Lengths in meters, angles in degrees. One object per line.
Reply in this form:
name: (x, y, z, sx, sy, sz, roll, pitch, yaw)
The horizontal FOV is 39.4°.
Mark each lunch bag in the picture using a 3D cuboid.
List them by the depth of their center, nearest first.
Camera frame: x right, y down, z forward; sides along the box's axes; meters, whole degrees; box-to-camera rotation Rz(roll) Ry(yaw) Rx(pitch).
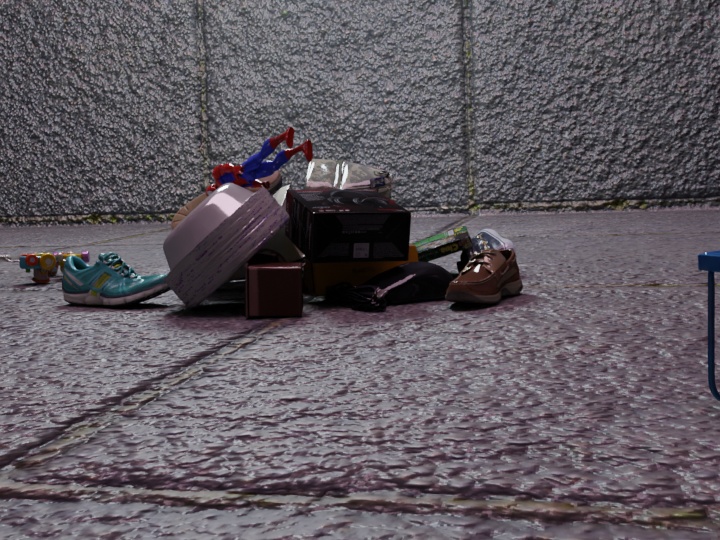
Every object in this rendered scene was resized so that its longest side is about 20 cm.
lunch bag: (-0.026, -0.106, 1.915, 0.165, 0.202, 0.140, 4, 32, -2)

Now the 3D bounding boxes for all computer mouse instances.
computer mouse: (0.059, 0.017, 1.463, 0.198, 0.054, 0.138, -6, 6, -32)

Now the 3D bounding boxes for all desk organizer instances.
desk organizer: (-0.121, 0.018, 1.439, 0.076, 0.073, 0.200, 0, 6, -3)

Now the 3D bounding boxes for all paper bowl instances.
paper bowl: (-0.206, -0.046, 1.455, 0.200, 0.104, 0.201, -43, 6, 6)

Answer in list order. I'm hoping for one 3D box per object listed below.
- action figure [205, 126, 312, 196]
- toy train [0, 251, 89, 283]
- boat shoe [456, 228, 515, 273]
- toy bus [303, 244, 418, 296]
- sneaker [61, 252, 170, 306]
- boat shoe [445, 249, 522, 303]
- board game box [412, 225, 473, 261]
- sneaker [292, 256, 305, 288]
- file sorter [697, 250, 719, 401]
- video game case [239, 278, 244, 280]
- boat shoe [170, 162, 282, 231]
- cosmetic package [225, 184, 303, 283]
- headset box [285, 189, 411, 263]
action figure: (-0.160, -0.147, 1.484, 0.198, 0.052, 0.065, -20, -32, 38)
toy train: (-0.613, -0.007, 1.947, 0.148, 0.057, 0.200, -1, 3, 19)
boat shoe: (0.206, -0.033, 1.793, 0.089, 0.072, 0.200, -5, 6, -9)
toy bus: (0.000, 0.000, 1.554, 0.198, 0.066, 0.078, -6, 0, -32)
sneaker: (-0.378, 0.013, 1.536, 0.197, 0.081, 0.077, 1, 7, 22)
boat shoe: (0.174, 0.006, 1.435, 0.075, 0.073, 0.199, 1, 7, 26)
board game box: (0.139, -0.044, 1.728, 0.103, 0.024, 0.200, -21, 5, 7)
sneaker: (-0.107, -0.015, 1.674, 0.077, 0.087, 0.200, -4, 7, -21)
file sorter: (0.369, 0.048, 0.733, 0.137, 0.125, 0.199, -5, 7, -26)
video game case: (-0.163, -0.046, 1.779, 0.197, 0.144, 0.019, -4, 39, -20)
boat shoe: (-0.203, -0.100, 1.579, 0.198, 0.065, 0.072, -29, 44, 12)
cosmetic package: (-0.190, -0.052, 1.651, 0.198, 0.088, 0.104, -17, 32, 23)
headset box: (-0.026, -0.071, 1.500, 0.146, 0.078, 0.200, -1, 16, -16)
